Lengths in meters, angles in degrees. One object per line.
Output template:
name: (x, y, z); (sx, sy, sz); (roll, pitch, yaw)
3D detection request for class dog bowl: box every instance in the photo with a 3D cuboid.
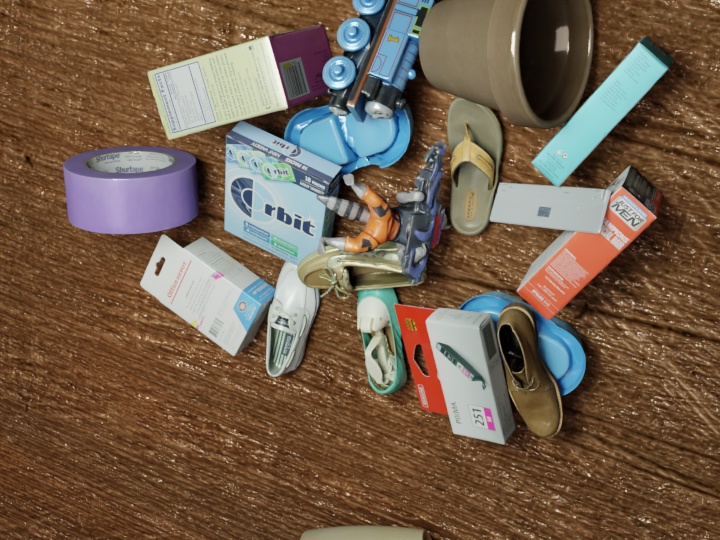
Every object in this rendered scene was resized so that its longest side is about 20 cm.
dog bowl: (0.232, 0.101, 1.352); (0.199, 0.050, 0.112); (26, 117, 12)
dog bowl: (-0.013, -0.195, 1.340); (0.198, 0.050, 0.112); (-15, 102, 27)

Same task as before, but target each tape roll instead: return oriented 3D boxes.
tape roll: (-0.349, -0.127, 1.431); (0.198, 0.200, 0.086); (10, 112, 19)

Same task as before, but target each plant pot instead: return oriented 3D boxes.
plant pot: (0.024, 0.496, 1.525); (0.198, 0.187, 0.189); (-17, 102, 13)
plant pot: (0.173, -0.285, 1.175); (0.173, 0.199, 0.202); (12, 114, 39)

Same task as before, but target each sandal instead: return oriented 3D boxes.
sandal: (0.152, -0.140, 1.295); (0.080, 0.054, 0.202); (8, 112, 20)

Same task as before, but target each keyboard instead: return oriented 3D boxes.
keyboard: (0.244, -0.084, 1.230); (0.199, 0.011, 0.057); (12, 91, 55)

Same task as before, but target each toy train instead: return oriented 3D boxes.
toy train: (0.028, -0.291, 1.241); (0.113, 0.087, 0.202); (20, 85, 16)

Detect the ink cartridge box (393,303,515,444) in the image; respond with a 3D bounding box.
ink cartridge box: (0.129, 0.149, 1.373); (0.172, 0.044, 0.202); (5, 121, 38)

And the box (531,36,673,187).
box: (0.307, -0.201, 1.191); (0.049, 0.082, 0.200); (42, 119, 4)

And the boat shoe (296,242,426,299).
boat shoe: (0.000, 0.000, 1.376); (0.198, 0.063, 0.073); (-11, 143, 14)

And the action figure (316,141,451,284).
action figure: (0.046, -0.093, 1.297); (0.104, 0.192, 0.202); (32, 110, 54)

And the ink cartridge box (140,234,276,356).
ink cartridge box: (-0.247, 0.029, 1.519); (0.199, 0.068, 0.116); (35, 118, 7)

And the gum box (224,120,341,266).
gum box: (-0.119, -0.104, 1.387); (0.169, 0.045, 0.201); (26, 142, 13)

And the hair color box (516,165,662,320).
hair color box: (0.303, -0.036, 1.236); (0.064, 0.111, 0.200); (41, 120, 3)

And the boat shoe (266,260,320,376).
boat shoe: (-0.110, 0.078, 1.479); (0.073, 0.067, 0.202); (13, 113, 18)

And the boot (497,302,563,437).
boot: (0.228, 0.152, 1.302); (0.073, 0.075, 0.202); (-14, 104, 25)

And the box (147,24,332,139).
box: (-0.160, -0.266, 1.312); (0.198, 0.176, 0.098); (-9, 105, 25)

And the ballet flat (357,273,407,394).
ballet flat: (0.029, 0.098, 1.425); (0.067, 0.070, 0.202); (-4, 106, 27)
